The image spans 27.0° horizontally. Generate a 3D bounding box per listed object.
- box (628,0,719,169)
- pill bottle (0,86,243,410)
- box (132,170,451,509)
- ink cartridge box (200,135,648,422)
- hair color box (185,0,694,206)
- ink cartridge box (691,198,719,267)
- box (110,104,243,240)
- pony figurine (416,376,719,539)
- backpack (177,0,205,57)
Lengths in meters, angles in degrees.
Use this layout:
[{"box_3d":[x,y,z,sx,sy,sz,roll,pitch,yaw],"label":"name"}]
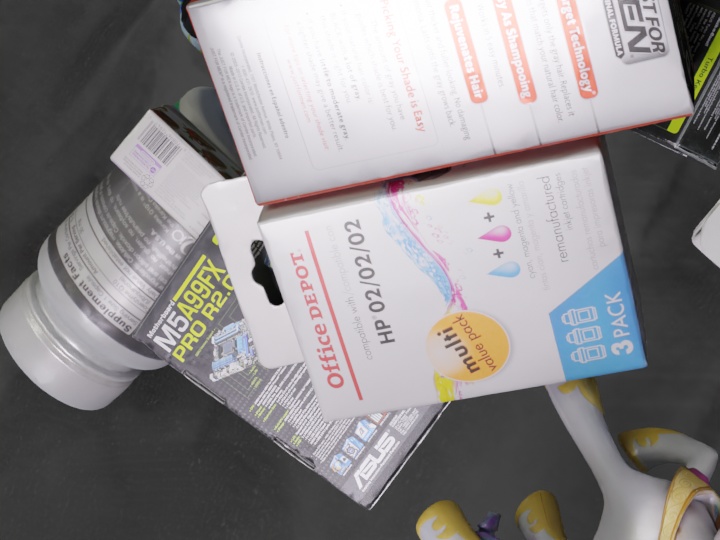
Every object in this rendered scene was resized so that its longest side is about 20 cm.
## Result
[{"box_3d":[0.138,-0.176,0.732,0.193,0.047,0.200,33,101,41],"label":"box"},{"box_3d":[-0.129,-0.010,0.945,0.200,0.113,0.113,-43,48,19],"label":"pill bottle"},{"box_3d":[0.000,0.000,0.796,0.160,0.044,0.200,36,100,4],"label":"box"},{"box_3d":[0.026,0.001,0.715,0.200,0.115,0.068,-11,26,13],"label":"ink cartridge box"},{"box_3d":[0.037,-0.102,0.655,0.200,0.102,0.061,-10,25,17],"label":"hair color box"},{"box_3d":[0.235,0.026,0.540,0.084,0.200,0.145,-53,45,12],"label":"ink cartridge box"},{"box_3d":[-0.053,-0.012,0.846,0.200,0.039,0.041,42,106,2],"label":"box"},{"box_3d":[0.104,0.141,0.657,0.193,0.167,0.200,-49,29,-2],"label":"pony figurine"},{"box_3d":[-0.018,-0.184,0.922,0.200,0.154,0.163,-16,59,13],"label":"backpack"}]
